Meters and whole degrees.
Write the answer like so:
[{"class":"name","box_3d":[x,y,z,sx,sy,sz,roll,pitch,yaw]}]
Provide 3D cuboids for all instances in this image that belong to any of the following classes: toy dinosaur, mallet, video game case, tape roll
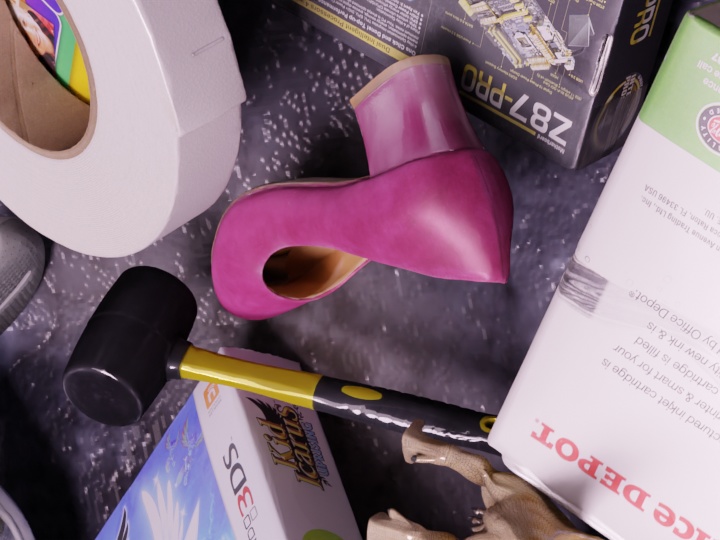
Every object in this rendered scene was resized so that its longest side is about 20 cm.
[{"class":"toy dinosaur","box_3d":[0.059,0.098,1.170,0.101,0.200,0.058,16,84,12]},{"class":"mallet","box_3d":[-0.021,0.042,1.248,0.200,0.066,0.041,7,139,11]},{"class":"video game case","box_3d":[-0.067,0.166,1.283,0.200,0.045,0.181,-56,36,30]},{"class":"tape roll","box_3d":[-0.126,-0.099,1.191,0.203,0.037,0.203,35,142,32]}]

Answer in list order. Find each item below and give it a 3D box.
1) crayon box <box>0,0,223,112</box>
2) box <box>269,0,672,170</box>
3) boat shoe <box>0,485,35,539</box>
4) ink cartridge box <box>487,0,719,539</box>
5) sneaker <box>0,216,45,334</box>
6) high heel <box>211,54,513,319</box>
[{"class":"crayon box","box_3d":[-0.130,-0.161,1.232,0.173,0.058,0.200,45,146,19]},{"class":"box","box_3d":[0.035,-0.154,1.168,0.200,0.049,0.161,31,124,26]},{"class":"boat shoe","box_3d":[-0.202,0.103,1.327,0.074,0.065,0.202,-8,113,34]},{"class":"ink cartridge box","box_3d":[0.158,0.016,1.133,0.145,0.084,0.200,34,119,20]},{"class":"sneaker","box_3d":[-0.224,0.024,1.386,0.200,0.070,0.080,-38,80,34]},{"class":"high heel","box_3d":[0.000,0.000,1.208,0.200,0.067,0.096,-41,59,48]}]
